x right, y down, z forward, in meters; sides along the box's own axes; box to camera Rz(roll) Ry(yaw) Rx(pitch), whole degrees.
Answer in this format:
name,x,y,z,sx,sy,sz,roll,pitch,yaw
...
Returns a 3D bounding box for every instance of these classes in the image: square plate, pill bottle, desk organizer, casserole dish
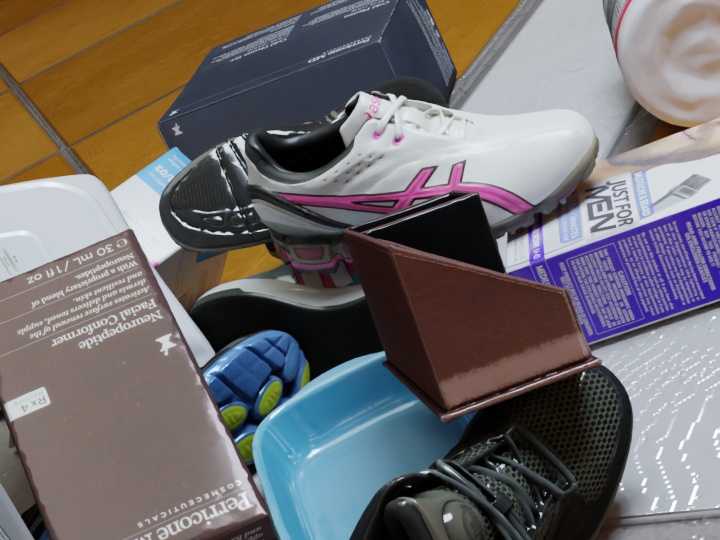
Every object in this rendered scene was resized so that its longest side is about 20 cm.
name,x,y,z,sx,sy,sz,roll,pitch,yaw
square plate,-0.213,0.006,0.965,0.198,0.028,0.200,-10,41,-28
pill bottle,0.225,-0.182,1.118,0.111,0.111,0.200,-21,22,13
desk organizer,0.043,0.010,0.758,0.072,0.077,0.200,-20,5,-5
casserole dish,0.013,0.098,0.809,0.121,0.039,0.200,-27,21,-3

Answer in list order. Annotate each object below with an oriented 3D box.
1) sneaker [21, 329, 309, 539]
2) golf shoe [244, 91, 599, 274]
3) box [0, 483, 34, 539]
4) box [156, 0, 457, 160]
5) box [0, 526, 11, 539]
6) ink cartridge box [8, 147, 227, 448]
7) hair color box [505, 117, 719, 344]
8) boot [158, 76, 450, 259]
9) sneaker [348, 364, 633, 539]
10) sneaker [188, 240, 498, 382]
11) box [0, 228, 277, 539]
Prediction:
name,x,y,z,sx,sy,sz,roll,pitch,yaw
sneaker,-0.111,0.096,0.906,0.200,0.071,0.083,-40,31,-24
golf shoe,0.030,-0.059,0.897,0.200,0.092,0.073,-13,38,16
box,-0.234,0.177,0.702,0.200,0.184,0.105,-37,26,-28
box,-0.039,-0.141,1.326,0.200,0.104,0.182,-18,22,20
box,-0.128,0.159,0.607,0.050,0.200,0.158,-34,22,-10
ink cartridge box,-0.181,0.018,1.094,0.200,0.068,0.115,-40,-17,-32
hair color box,0.181,-0.030,0.886,0.200,0.065,0.109,-19,22,13
boot,-0.042,-0.045,1.059,0.200,0.073,0.151,-29,-12,-20
sneaker,0.055,0.099,0.655,0.199,0.076,0.114,-39,-9,-25
sneaker,0.000,0.000,0.983,0.200,0.084,0.121,-5,33,28
box,-0.122,0.083,0.814,0.100,0.075,0.200,-23,54,-11
